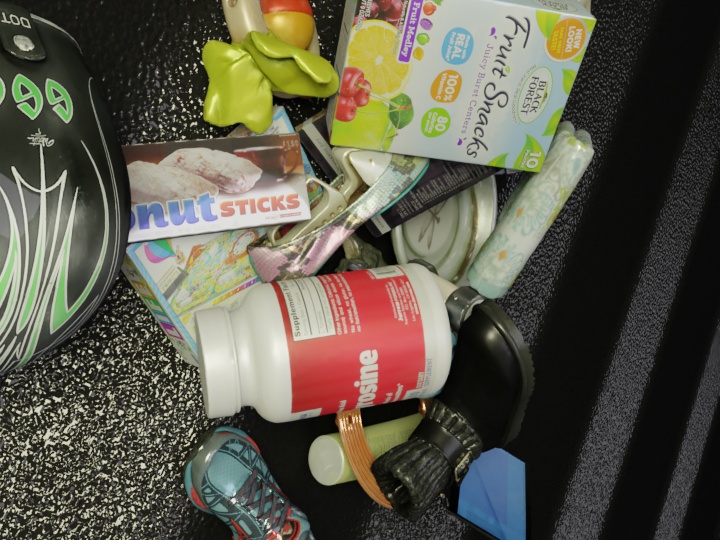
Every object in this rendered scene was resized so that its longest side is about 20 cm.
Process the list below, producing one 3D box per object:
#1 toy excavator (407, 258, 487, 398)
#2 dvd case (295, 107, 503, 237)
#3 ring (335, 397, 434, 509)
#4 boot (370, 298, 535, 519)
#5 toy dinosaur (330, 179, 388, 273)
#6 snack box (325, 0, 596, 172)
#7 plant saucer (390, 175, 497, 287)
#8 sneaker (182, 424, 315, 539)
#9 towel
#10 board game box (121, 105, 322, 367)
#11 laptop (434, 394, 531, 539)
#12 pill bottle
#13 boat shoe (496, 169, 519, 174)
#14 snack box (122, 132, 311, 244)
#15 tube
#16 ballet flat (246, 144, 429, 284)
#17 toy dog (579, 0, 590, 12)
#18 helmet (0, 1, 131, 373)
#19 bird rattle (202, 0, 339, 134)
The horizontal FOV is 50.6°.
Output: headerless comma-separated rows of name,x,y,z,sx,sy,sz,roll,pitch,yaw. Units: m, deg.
toy excavator,0.036,0.085,0.769,0.201,0.099,0.195,-51,137,-10
dvd case,0.059,-0.128,0.725,0.149,0.198,0.016,49,22,-34
ring,0.032,0.159,0.843,0.199,0.019,0.204,28,55,-49
boot,0.084,0.141,0.729,0.156,0.079,0.214,-27,135,-21
toy dinosaur,0.000,0.000,0.804,0.201,0.047,0.089,55,45,-36
snack box,0.079,-0.168,0.644,0.196,0.053,0.144,6,127,-13
plant saucer,0.087,-0.067,0.882,0.198,0.050,0.204,-12,105,-48
sneaker,-0.086,0.222,0.711,0.080,0.094,0.202,-50,131,-29
towel,0.178,-0.070,0.793,0.173,0.048,0.200,-62,174,21
board game box,-0.112,-0.033,0.678,0.200,0.034,0.136,-49,130,-31
laptop,0.151,0.206,0.917,0.178,0.101,0.204,-65,150,-64
pill bottle,-0.033,0.061,0.630,0.196,0.112,0.115,-8,106,-15
boat shoe,0.193,-0.168,0.889,0.202,0.084,0.076,58,34,-66
snack box,-0.136,-0.063,0.594,0.197,0.024,0.073,-9,92,-26
tube,0.022,0.205,0.870,0.058,0.052,0.198,-46,151,27
ballet flat,-0.020,-0.065,0.675,0.200,0.069,0.071,-43,123,-9
toy dog,0.197,-0.312,0.896,0.192,0.138,0.204,-14,110,-45
helmet,-0.230,-0.035,0.446,0.198,0.198,0.195,-1,81,-48
bird rattle,-0.088,-0.218,0.641,0.163,0.111,0.203,-5,75,-69
